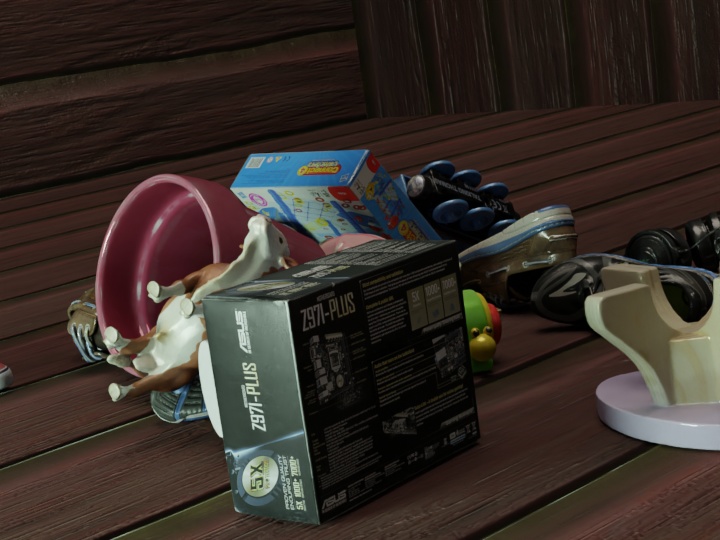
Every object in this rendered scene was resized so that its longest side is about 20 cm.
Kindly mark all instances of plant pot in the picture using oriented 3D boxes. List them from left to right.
[{"bbox_3d":[-0.133,0.015,1.531,0.179,0.200,0.200,10,-4,-42],"label":"plant pot"}]

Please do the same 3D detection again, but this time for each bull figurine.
[{"bbox_3d":[-0.138,0.037,1.312,0.121,0.065,0.200,-6,-39,-52],"label":"bull figurine"}]

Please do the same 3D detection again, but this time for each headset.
[{"bbox_3d":[0.350,-0.007,1.656,0.123,0.094,0.200,-15,-4,-14],"label":"headset"}]

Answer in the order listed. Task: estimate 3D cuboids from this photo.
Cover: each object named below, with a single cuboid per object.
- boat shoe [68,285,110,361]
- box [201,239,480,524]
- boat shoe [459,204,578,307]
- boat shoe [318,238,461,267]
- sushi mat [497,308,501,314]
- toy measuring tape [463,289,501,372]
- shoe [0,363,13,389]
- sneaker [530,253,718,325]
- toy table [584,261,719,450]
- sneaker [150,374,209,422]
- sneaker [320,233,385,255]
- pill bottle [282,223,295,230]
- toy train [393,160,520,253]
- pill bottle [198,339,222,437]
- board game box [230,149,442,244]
[{"bbox_3d":[-0.271,0.066,1.662,0.072,0.072,0.200,-28,17,-10],"label":"boat shoe"},{"bbox_3d":[-0.009,0.076,1.150,0.086,0.164,0.200,1,14,40],"label":"box"},{"bbox_3d":[0.159,0.000,1.663,0.072,0.073,0.200,-5,-19,-32],"label":"boat shoe"},{"bbox_3d":[0.033,0.005,1.720,0.201,0.063,0.074,8,14,44],"label":"boat shoe"},{"bbox_3d":[0.039,0.059,1.625,0.200,0.012,0.096,-13,13,-22],"label":"sushi mat"},{"bbox_3d":[0.084,0.046,1.485,0.073,0.074,0.200,-11,13,-15],"label":"toy measuring tape"},{"bbox_3d":[-0.461,0.087,1.639,0.200,0.091,0.071,-3,11,26],"label":"shoe"},{"bbox_3d":[0.251,0.023,1.496,0.199,0.071,0.083,3,8,35],"label":"sneaker"},{"bbox_3d":[0.256,0.057,1.181,0.184,0.117,0.200,-16,12,-39],"label":"toy table"},{"bbox_3d":[-0.094,0.095,1.420,0.200,0.076,0.077,-21,-32,-9],"label":"sneaker"},{"bbox_3d":[0.000,0.000,1.622,0.200,0.075,0.105,17,4,43],"label":"sneaker"},{"bbox_3d":[-0.158,-0.006,1.871,0.109,0.110,0.200,-16,13,-37],"label":"pill bottle"},{"bbox_3d":[0.113,-0.068,1.937,0.114,0.087,0.200,-36,-35,31],"label":"toy train"},{"bbox_3d":[-0.029,0.078,1.298,0.200,0.112,0.112,-11,11,-18],"label":"pill bottle"},{"bbox_3d":[-0.021,-0.057,1.830,0.200,0.196,0.056,2,53,44],"label":"board game box"}]
